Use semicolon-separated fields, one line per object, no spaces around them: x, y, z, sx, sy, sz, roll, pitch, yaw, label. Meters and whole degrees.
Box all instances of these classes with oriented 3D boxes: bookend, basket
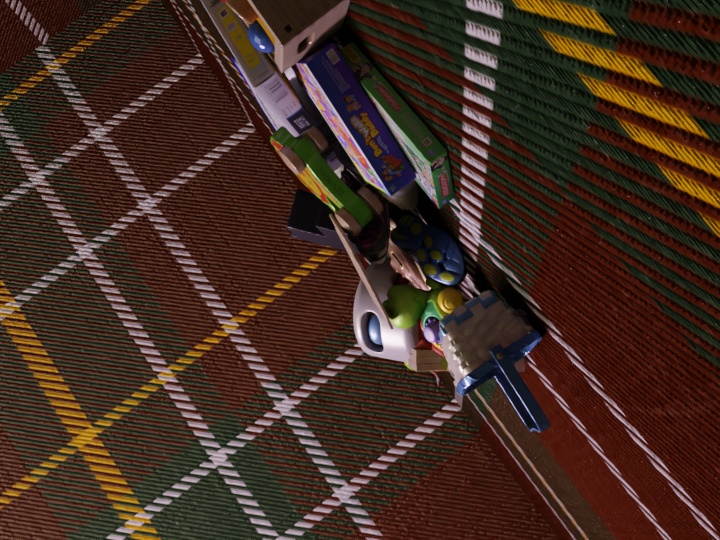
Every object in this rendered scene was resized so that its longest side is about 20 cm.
-0.052;-0.104;1.728;0.197;0.094;0.199;14;172;15;bookend
0.196;0.135;1.306;0.202;0.138;0.176;61;178;10;basket

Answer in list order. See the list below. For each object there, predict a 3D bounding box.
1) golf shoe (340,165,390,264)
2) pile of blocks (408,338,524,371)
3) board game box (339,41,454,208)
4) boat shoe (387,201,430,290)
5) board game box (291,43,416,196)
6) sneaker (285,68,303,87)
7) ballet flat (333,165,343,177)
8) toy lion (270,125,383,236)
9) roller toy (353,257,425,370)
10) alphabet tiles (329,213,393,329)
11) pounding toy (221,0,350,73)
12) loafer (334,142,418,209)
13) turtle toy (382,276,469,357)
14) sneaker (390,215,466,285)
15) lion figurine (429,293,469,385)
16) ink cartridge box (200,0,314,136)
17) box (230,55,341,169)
0.010;-0.105;1.556;0.092;0.071;0.203;57;-154;-56;golf shoe
0.174;0.132;1.559;0.082;0.196;0.063;-17;-73;-78;pile of blocks
0.047;-0.185;1.203;0.201;0.029;0.135;53;175;22;board game box
0.090;-0.021;1.606;0.067;0.072;0.202;-39;81;41;boat shoe
-0.013;-0.202;1.233;0.201;0.045;0.134;56;176;-19;board game box
-0.091;-0.333;1.383;0.200;0.080;0.087;31;146;60;sneaker
-0.022;-0.186;1.717;0.072;0.072;0.200;57;175;-39;ballet flat
-0.063;-0.144;1.463;0.200;0.069;0.192;48;173;-6;toy lion
0.072;0.070;1.728;0.138;0.203;0.182;7;168;26;roller toy
0.000;0.000;1.458;0.168;0.006;0.200;63;178;-21;alphabet tiles
-0.121;-0.338;1.078;0.185;0.141;0.200;54;176;-4;pounding toy
0.025;-0.148;1.425;0.200;0.075;0.070;50;170;47;loafer
0.131;0.075;1.465;0.198;0.102;0.146;31;-175;-3;turtle toy
0.119;-0.030;1.481;0.082;0.071;0.200;30;-174;-30;sneaker
0.158;0.131;1.639;0.121;0.201;0.073;11;-144;-42;lion figurine
-0.148;-0.301;1.283;0.202;0.047;0.198;61;-173;14;ink cartridge box
-0.105;-0.287;1.584;0.200;0.104;0.185;50;174;49;box
